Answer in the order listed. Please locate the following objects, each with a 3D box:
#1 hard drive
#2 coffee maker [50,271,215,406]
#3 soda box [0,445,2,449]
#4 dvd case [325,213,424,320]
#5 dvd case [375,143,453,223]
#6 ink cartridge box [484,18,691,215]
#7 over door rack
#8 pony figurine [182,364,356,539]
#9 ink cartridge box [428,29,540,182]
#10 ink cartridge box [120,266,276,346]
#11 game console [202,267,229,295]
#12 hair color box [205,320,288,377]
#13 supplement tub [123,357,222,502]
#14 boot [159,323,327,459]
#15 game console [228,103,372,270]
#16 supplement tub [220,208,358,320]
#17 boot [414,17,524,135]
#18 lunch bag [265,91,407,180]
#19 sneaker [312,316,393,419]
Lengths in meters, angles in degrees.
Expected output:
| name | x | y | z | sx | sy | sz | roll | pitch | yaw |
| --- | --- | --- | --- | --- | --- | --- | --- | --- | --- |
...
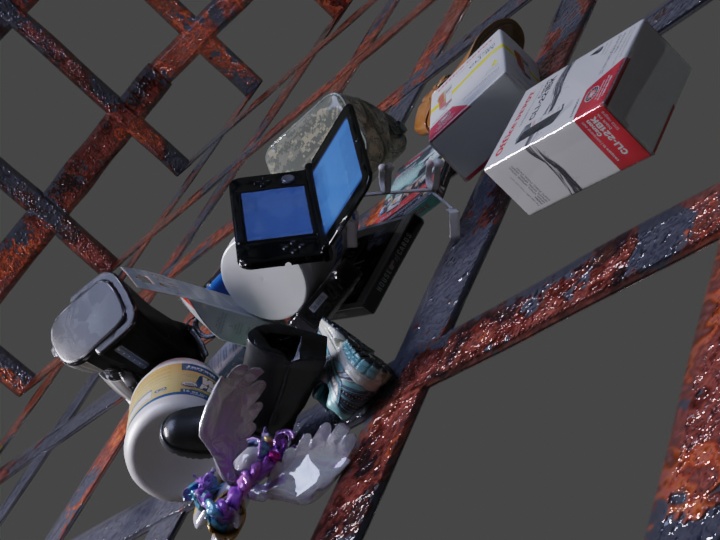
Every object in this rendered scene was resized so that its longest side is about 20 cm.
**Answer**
| name | x | y | z | sx | sy | sz | roll | pitch | yaw |
| --- | --- | --- | --- | --- | --- | --- | --- | --- | --- |
| hard drive | -0.081 | 0.087 | 1.707 | 0.200 | 0.038 | 0.140 | -51 | 0 | 41 |
| coffee maker | -0.321 | 0.088 | 1.888 | 0.134 | 0.200 | 0.193 | 26 | 77 | 32 |
| soda box | -0.985 | 0.405 | 3.225 | 0.068 | 0.200 | 0.064 | -33 | 20 | 41 |
| dvd case | 0.000 | 0.000 | 1.793 | 0.151 | 0.025 | 0.200 | -61 | 21 | -19 |
| dvd case | 0.085 | -0.125 | 1.906 | 0.146 | 0.022 | 0.201 | -37 | 20 | 36 |
| ink cartridge box | 0.246 | -0.164 | 1.434 | 0.200 | 0.084 | 0.145 | -29 | 25 | 52 |
| over door rack | 0.042 | -0.100 | 1.699 | 0.146 | 0.067 | 0.200 | -6 | 24 | -5 |
| pony figurine | -0.118 | 0.219 | 1.427 | 0.194 | 0.166 | 0.200 | -59 | 3 | -10 |
| ink cartridge box | 0.171 | -0.231 | 1.806 | 0.145 | 0.083 | 0.200 | -42 | 16 | 21 |
| ink cartridge box | -0.227 | 0.052 | 1.784 | 0.160 | 0.198 | 0.048 | 29 | 102 | 69 |
| game console | -0.155 | -0.022 | 2.151 | 0.200 | 0.170 | 0.119 | -45 | 42 | 12 |
| hair color box | -0.184 | 0.149 | 1.904 | 0.200 | 0.061 | 0.099 | -47 | 15 | 6 |
| supplement tub | -0.240 | 0.207 | 1.755 | 0.145 | 0.145 | 0.200 | -46 | 16 | 6 |
| boot | -0.136 | 0.139 | 1.503 | 0.201 | 0.163 | 0.066 | 116 | 148 | -50 |
| game console | -0.080 | -0.109 | 1.654 | 0.174 | 0.117 | 0.201 | -7 | 36 | -5 |
| supplement tub | -0.092 | -0.037 | 1.778 | 0.132 | 0.132 | 0.200 | -36 | 12 | 36 |
| boot | 0.165 | -0.294 | 2.029 | 0.201 | 0.076 | 0.155 | -61 | 15 | -18 |
| lunch bag | -0.033 | -0.184 | 2.156 | 0.200 | 0.140 | 0.167 | -40 | -24 | 26 |
| sneaker | -0.029 | 0.116 | 1.531 | 0.087 | 0.077 | 0.200 | -55 | 13 | 1 |
